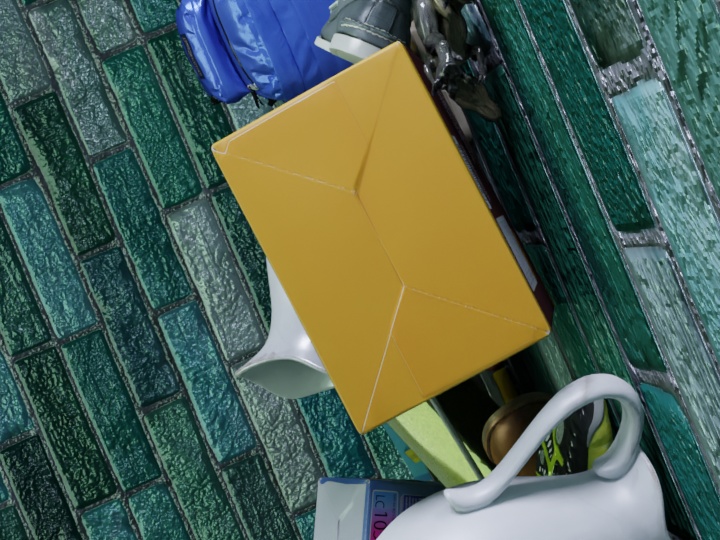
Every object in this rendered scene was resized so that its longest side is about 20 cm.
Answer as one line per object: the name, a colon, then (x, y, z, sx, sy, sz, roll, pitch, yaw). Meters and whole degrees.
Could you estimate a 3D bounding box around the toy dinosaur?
toy dinosaur: (0.050, -0.159, 0.957, 0.088, 0.047, 0.201, -107, 1, -56)

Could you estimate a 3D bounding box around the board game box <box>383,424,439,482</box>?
board game box: (0.099, 0.180, 1.584, 0.201, 0.047, 0.151, 60, -156, -20)

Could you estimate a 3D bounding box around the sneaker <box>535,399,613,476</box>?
sneaker: (0.168, 0.176, 1.113, 0.075, 0.076, 0.202, -122, 28, -74)

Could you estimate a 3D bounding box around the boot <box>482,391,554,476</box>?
boot: (0.167, 0.192, 1.195, 0.200, 0.073, 0.155, 55, -173, -46)

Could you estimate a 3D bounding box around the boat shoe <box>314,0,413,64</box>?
boat shoe: (0.009, -0.182, 1.189, 0.200, 0.072, 0.062, -108, 39, -82)

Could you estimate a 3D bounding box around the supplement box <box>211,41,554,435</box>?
supplement box: (0.023, -0.025, 1.039, 0.198, 0.132, 0.200, 62, -172, 1)

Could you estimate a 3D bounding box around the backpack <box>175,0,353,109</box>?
backpack: (-0.076, -0.221, 1.437, 0.163, 0.167, 0.200, 61, 174, -12)

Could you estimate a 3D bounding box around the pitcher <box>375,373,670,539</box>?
pitcher: (0.098, 0.162, 0.998, 0.121, 0.199, 0.173, -122, 10, -62)

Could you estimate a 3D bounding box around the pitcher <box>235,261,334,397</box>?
pitcher: (0.000, 0.000, 1.242, 0.121, 0.170, 0.202, 33, -114, -55)

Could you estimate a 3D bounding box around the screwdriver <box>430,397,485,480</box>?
screwdriver: (0.084, 0.148, 1.182, 0.201, 0.028, 0.029, 57, -154, -24)

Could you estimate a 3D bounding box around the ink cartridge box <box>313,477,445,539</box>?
ink cartridge box: (0.054, 0.256, 1.416, 0.076, 0.199, 0.138, -3, 80, 48)

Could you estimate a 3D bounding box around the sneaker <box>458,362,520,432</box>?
sneaker: (0.132, 0.183, 1.495, 0.078, 0.082, 0.201, 86, 160, -78)

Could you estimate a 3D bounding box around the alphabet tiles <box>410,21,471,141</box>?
alphabet tiles: (0.052, -0.136, 1.263, 0.200, 0.014, 0.197, 147, 100, -86)

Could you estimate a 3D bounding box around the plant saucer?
plant saucer: (0.072, 0.128, 1.379, 0.200, 0.048, 0.200, 47, -168, 13)

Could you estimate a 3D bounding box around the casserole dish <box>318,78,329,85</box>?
casserole dish: (0.035, -0.062, 1.188, 0.121, 0.039, 0.201, -29, -90, -50)
